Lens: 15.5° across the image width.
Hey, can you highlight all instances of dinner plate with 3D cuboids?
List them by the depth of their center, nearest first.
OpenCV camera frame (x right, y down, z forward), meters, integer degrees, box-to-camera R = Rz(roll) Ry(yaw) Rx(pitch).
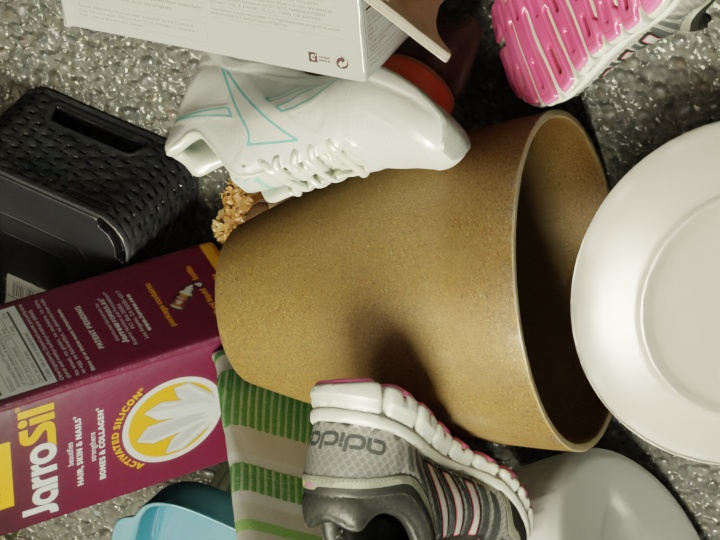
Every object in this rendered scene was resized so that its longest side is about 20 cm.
[{"bbox_3d":[0.213,0.016,1.423,0.199,0.024,0.201,-2,110,-5],"label":"dinner plate"}]

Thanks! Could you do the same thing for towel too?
[{"bbox_3d":[-0.011,0.129,1.507,0.152,0.200,0.023,18,127,-25],"label":"towel"}]

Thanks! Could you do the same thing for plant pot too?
[{"bbox_3d":[0.027,0.013,1.481,0.199,0.187,0.187,-5,120,25],"label":"plant pot"}]

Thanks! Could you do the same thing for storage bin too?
[{"bbox_3d":[-0.191,0.002,1.694,0.135,0.094,0.201,24,132,16],"label":"storage bin"}]

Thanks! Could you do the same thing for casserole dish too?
[{"bbox_3d":[-0.062,0.197,1.686,0.199,0.039,0.121,23,138,5],"label":"casserole dish"}]

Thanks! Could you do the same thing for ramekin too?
[{"bbox_3d":[0.132,0.203,1.572,0.097,0.201,0.201,-26,106,34],"label":"ramekin"}]

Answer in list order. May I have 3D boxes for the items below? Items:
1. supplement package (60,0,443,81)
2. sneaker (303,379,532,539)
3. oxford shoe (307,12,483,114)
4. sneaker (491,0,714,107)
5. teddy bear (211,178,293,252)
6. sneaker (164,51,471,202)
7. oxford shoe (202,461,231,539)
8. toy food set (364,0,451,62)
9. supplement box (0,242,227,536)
[{"bbox_3d":[-0.056,-0.234,1.399,0.190,0.147,0.201,12,128,24],"label":"supplement package"},{"bbox_3d":[0.025,0.131,1.415,0.073,0.088,0.200,6,159,32],"label":"sneaker"},{"bbox_3d":[-0.002,-0.111,1.520,0.200,0.073,0.071,2,139,51],"label":"oxford shoe"},{"bbox_3d":[0.139,-0.142,1.398,0.200,0.087,0.074,-34,75,63],"label":"sneaker"},{"bbox_3d":[0.000,0.000,1.591,0.200,0.067,0.145,47,131,-7],"label":"teddy bear"},{"bbox_3d":[-0.024,-0.070,1.428,0.200,0.080,0.070,13,155,43],"label":"sneaker"},{"bbox_3d":[-0.063,0.202,1.773,0.058,0.075,0.201,17,137,29],"label":"oxford shoe"},{"bbox_3d":[0.054,-0.217,1.294,0.060,0.200,0.143,34,-178,44],"label":"toy food set"},{"bbox_3d":[-0.162,0.073,1.589,0.086,0.199,0.111,53,151,40],"label":"supplement box"}]
